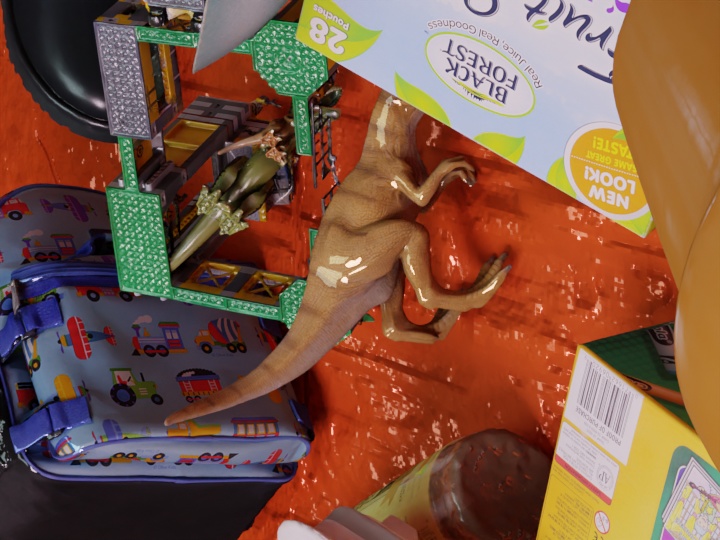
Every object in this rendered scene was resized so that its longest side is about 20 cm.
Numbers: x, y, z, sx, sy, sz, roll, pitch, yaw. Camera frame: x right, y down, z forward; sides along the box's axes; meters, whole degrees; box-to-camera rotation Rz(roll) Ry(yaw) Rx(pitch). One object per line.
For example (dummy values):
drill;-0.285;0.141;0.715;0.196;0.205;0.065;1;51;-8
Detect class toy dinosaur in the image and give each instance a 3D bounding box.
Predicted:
toy dinosaur;0.000;0.000;0.961;0.200;0.106;0.060;-64;15;-8

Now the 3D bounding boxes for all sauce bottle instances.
sauce bottle;0.017;0.133;1.015;0.200;0.066;0.066;-38;68;50

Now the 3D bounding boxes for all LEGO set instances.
LEGO set;-0.043;-0.071;1.033;0.154;0.116;0.200;2;121;26

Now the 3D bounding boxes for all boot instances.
boot;-0.140;-0.190;1.143;0.200;0.076;0.168;65;147;30

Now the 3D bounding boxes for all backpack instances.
backpack;-0.134;0.038;1.121;0.135;0.182;0.200;-47;48;40

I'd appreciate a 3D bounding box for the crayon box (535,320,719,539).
crayon box;0.152;0.119;0.823;0.200;0.058;0.119;39;129;44

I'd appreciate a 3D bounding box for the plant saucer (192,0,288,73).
plant saucer;-0.029;-0.172;0.855;0.201;0.039;0.201;-168;90;-85

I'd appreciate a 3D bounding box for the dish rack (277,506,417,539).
dish rack;0.050;0.189;0.937;0.172;0.044;0.200;29;147;36

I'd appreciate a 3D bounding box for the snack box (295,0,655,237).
snack box;0.077;-0.139;0.802;0.169;0.068;0.200;31;130;21

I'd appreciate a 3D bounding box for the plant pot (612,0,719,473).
plant pot;0.168;-0.029;0.663;0.183;0.200;0.200;-118;36;-49
